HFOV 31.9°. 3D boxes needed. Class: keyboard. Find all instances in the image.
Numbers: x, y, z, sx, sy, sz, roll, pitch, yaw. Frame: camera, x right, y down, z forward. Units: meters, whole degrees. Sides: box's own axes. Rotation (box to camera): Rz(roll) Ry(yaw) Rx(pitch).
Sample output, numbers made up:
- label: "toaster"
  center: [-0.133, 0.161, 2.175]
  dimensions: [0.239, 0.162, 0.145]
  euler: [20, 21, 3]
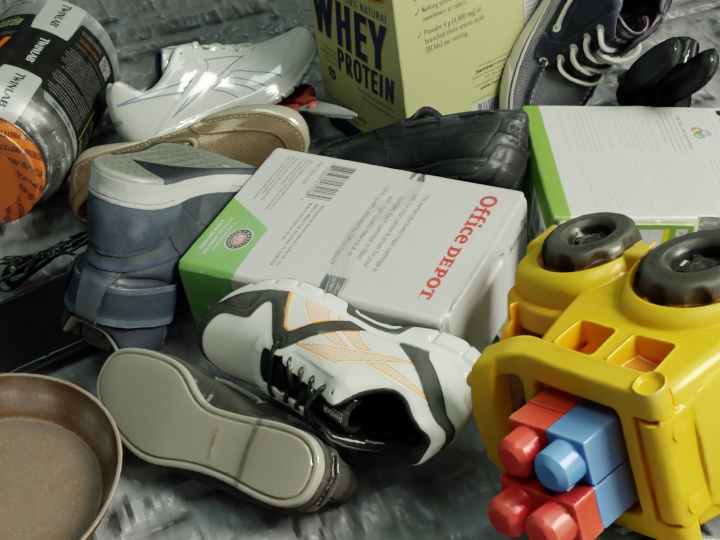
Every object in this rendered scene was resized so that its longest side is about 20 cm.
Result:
- label: "keyboard"
  center: [-0.201, 0.010, 0.954]
  dimensions: [0.199, 0.021, 0.127]
  euler: [-24, 47, -20]

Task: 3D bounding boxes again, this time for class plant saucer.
- label: "plant saucer"
  center: [-0.243, 0.144, 0.784]
  dimensions: [0.199, 0.035, 0.201]
  euler: [-5, 40, 5]

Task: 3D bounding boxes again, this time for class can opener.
- label: "can opener"
  center: [0.230, -0.149, 0.964]
  dimensions: [0.063, 0.079, 0.200]
  euler: [8, 3, 8]

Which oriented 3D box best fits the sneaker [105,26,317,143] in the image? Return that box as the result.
- label: "sneaker"
  center: [-0.124, -0.162, 1.072]
  dimensions: [0.200, 0.087, 0.074]
  euler: [-33, 16, -20]

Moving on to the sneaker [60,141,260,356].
- label: "sneaker"
  center: [-0.141, -0.013, 0.904]
  dimensions: [0.077, 0.147, 0.202]
  euler: [18, 16, 20]

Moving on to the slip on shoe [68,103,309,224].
- label: "slip on shoe"
  center: [-0.138, -0.080, 1.005]
  dimensions: [0.199, 0.076, 0.061]
  euler: [-9, 33, 5]

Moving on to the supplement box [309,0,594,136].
- label: "supplement box"
  center: [0.075, -0.218, 1.034]
  dimensions: [0.199, 0.200, 0.134]
  euler: [-27, 42, -22]

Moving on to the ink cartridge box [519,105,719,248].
- label: "ink cartridge box"
  center: [0.219, -0.050, 0.903]
  dimensions: [0.199, 0.076, 0.148]
  euler: [1, 38, -3]

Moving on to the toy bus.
- label: "toy bus"
  center: [0.129, 0.072, 0.695]
  dimensions: [0.192, 0.136, 0.200]
  euler: [-32, 27, -26]

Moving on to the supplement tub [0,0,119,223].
- label: "supplement tub"
  center: [-0.286, -0.135, 1.062]
  dimensions: [0.122, 0.123, 0.200]
  euler: [-1, 37, 9]

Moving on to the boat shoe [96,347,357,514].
- label: "boat shoe"
  center: [-0.088, 0.105, 0.796]
  dimensions: [0.199, 0.057, 0.067]
  euler: [20, 83, 36]

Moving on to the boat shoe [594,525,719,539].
- label: "boat shoe"
  center: [0.103, 0.177, 0.661]
  dimensions: [0.199, 0.073, 0.062]
  euler: [-13, 17, -4]

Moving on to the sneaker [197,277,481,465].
- label: "sneaker"
  center: [-0.022, 0.061, 0.769]
  dimensions: [0.199, 0.074, 0.080]
  euler: [12, 32, 26]

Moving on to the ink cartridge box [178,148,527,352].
- label: "ink cartridge box"
  center: [0.000, 0.000, 0.873]
  dimensions: [0.199, 0.084, 0.146]
  euler: [13, 44, 25]

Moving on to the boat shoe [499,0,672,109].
- label: "boat shoe"
  center: [0.173, -0.173, 0.965]
  dimensions: [0.074, 0.201, 0.093]
  euler: [10, 23, -22]

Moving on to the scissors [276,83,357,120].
- label: "scissors"
  center: [-0.039, -0.140, 1.050]
  dimensions: [0.073, 0.014, 0.200]
  euler: [-38, 21, -28]

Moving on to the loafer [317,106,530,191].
- label: "loafer"
  center: [0.046, -0.087, 0.950]
  dimensions: [0.200, 0.068, 0.071]
  euler: [2, 63, 46]
